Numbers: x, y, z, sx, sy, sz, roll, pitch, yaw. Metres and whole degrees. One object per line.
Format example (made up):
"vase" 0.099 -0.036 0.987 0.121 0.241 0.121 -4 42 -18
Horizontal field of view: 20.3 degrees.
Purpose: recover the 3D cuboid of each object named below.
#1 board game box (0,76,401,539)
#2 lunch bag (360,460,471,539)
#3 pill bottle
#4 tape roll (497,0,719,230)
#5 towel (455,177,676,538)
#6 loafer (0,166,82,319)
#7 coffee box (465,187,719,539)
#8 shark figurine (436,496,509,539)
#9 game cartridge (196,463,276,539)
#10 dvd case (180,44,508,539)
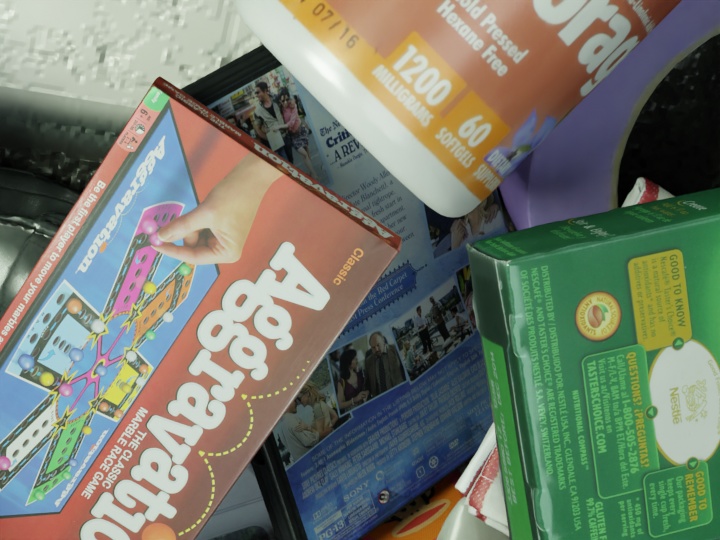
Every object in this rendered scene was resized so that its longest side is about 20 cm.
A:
"board game box" -0.083 0.041 0.718 0.103 0.019 0.200 33 107 -7
"lunch bag" 0.037 0.175 0.866 0.200 0.082 0.176 -28 121 -17
"pill bottle" 0.062 -0.123 0.673 0.200 0.112 0.112 -46 116 5
"tape roll" 0.153 -0.056 0.791 0.199 0.085 0.200 -4 117 -9
"towel" 0.150 0.072 0.775 0.200 0.023 0.144 30 90 -22
"loafer" -0.111 0.007 0.782 0.200 0.070 0.068 13 115 -16
"coffee box" 0.144 0.030 0.730 0.200 0.044 0.123 -13 104 -14
"shark figurine" 0.104 0.175 0.810 0.214 0.089 0.128 18 100 -36
"game cartridge" -0.080 0.154 0.885 0.133 0.041 0.200 -20 119 -4
"dvd case" 0.000 0.000 0.779 0.143 0.018 0.200 -32 119 -30
